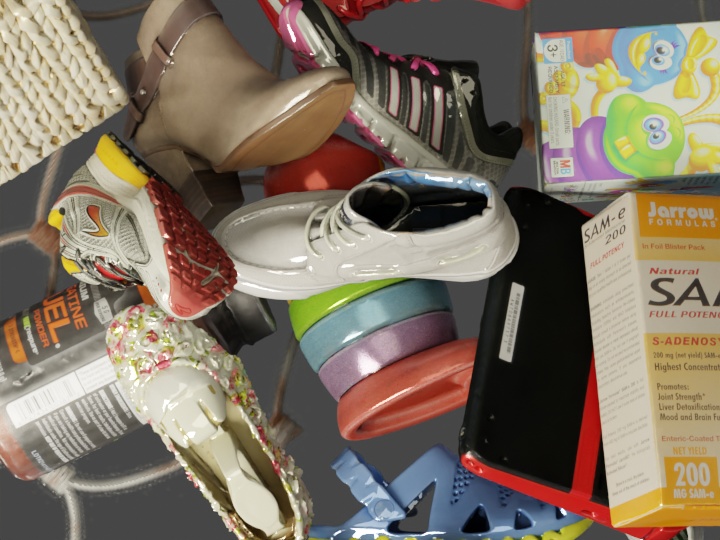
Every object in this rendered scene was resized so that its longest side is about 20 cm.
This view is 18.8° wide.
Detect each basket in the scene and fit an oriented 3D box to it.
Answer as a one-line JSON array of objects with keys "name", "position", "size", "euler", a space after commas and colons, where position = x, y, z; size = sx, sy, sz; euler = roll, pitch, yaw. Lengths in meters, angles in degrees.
[{"name": "basket", "position": [-0.275, -0.170, 1.406], "size": [0.161, 0.198, 0.200], "euler": [-29, 69, -2]}]

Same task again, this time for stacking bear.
[{"name": "stacking bear", "position": [0.000, 0.000, 1.445], "size": [0.114, 0.121, 0.200], "euler": [-22, 75, -6]}]

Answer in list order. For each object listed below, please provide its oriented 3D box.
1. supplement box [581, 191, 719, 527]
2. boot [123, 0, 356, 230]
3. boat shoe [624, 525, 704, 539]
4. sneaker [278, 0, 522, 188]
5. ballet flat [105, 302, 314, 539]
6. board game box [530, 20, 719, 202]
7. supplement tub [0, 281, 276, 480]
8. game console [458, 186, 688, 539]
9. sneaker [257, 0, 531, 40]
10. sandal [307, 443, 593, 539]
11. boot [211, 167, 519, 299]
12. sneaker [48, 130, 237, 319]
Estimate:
[{"name": "supplement box", "position": [0.217, 0.057, 1.364], "size": [0.126, 0.074, 0.200], "euler": [1, 73, -20]}, {"name": "boot", "position": [-0.091, -0.126, 1.427], "size": [0.200, 0.070, 0.146], "euler": [-40, 64, 40]}, {"name": "boat shoe", "position": [0.167, 0.104, 1.443], "size": [0.074, 0.067, 0.200], "euler": [-37, 85, -1]}, {"name": "sneaker", "position": [0.032, -0.121, 1.446], "size": [0.200, 0.074, 0.087], "euler": [44, 86, -17]}, {"name": "ballet flat", "position": [-0.089, 0.105, 1.387], "size": [0.076, 0.064, 0.200], "euler": [-35, 113, 6]}, {"name": "board game box", "position": [0.216, -0.106, 1.438], "size": [0.200, 0.105, 0.103], "euler": [-3, 85, 2]}, {"name": "supplement tub", "position": [-0.159, 0.052, 1.445], "size": [0.200, 0.107, 0.107], "euler": [-27, 85, 0]}, {"name": "game console", "position": [0.152, 0.061, 1.400], "size": [0.177, 0.031, 0.200], "euler": [21, 63, -18]}, {"name": "sneaker", "position": [0.014, -0.187, 1.480], "size": [0.200, 0.078, 0.116], "euler": [23, 96, 16]}, {"name": "sandal", "position": [0.055, 0.155, 1.442], "size": [0.200, 0.079, 0.087], "euler": [-4, 81, 1]}, {"name": "boot", "position": [-0.005, -0.032, 1.351], "size": [0.200, 0.096, 0.074], "euler": [-5, 69, 9]}, {"name": "sneaker", "position": [-0.140, -0.013, 1.370], "size": [0.082, 0.200, 0.078], "euler": [-47, 121, 1]}]
